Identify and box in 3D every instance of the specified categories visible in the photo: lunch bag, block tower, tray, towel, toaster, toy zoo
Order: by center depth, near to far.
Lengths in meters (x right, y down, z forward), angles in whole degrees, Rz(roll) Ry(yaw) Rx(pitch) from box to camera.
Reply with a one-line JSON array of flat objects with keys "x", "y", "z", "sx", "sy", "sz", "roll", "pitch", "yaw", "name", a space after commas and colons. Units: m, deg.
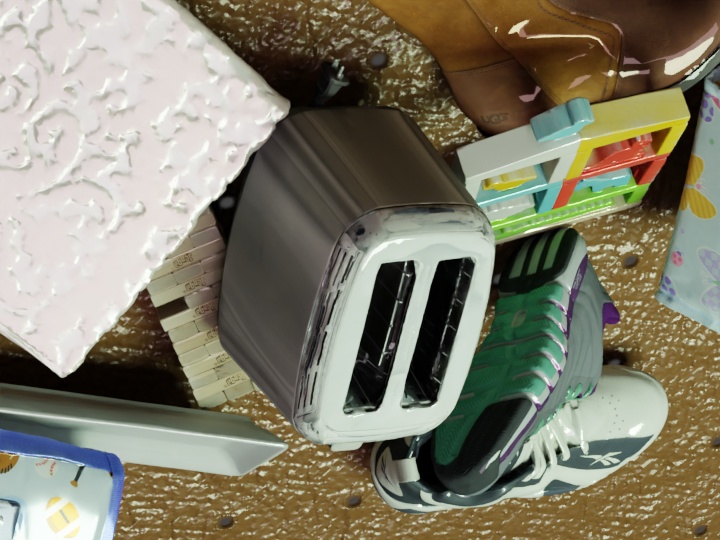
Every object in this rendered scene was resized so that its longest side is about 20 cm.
[{"x": -0.166, "y": -0.073, "z": 1.159, "sx": 0.191, "sy": 0.032, "sz": 0.200, "roll": 40, "pitch": 93, "yaw": -22, "name": "towel"}, {"x": 0.000, "y": 0.000, "z": 1.209, "sx": 0.113, "sy": 0.129, "sz": 0.200, "roll": -3, "pitch": 123, "yaw": -29, "name": "toaster"}, {"x": 0.112, "y": -0.057, "z": 1.258, "sx": 0.131, "sy": 0.021, "sz": 0.200, "roll": -16, "pitch": 167, "yaw": -7, "name": "toy zoo"}, {"x": -0.101, "y": -0.004, "z": 1.278, "sx": 0.054, "sy": 0.058, "sz": 0.200, "roll": -21, "pitch": 133, "yaw": -1, "name": "block tower"}, {"x": 0.284, "y": -0.058, "z": 1.322, "sx": 0.200, "sy": 0.127, "sz": 0.170, "roll": -25, "pitch": 137, "yaw": -34, "name": "lunch bag"}, {"x": -0.151, "y": 0.094, "z": 1.327, "sx": 0.199, "sy": 0.022, "sz": 0.107, "roll": 9, "pitch": 164, "yaw": -17, "name": "tray"}, {"x": -0.252, "y": 0.176, "z": 1.328, "sx": 0.170, "sy": 0.124, "sz": 0.200, "roll": 13, "pitch": 123, "yaw": -29, "name": "lunch bag"}]

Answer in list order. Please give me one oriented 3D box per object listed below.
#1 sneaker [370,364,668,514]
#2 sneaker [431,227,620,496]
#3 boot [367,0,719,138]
[{"x": 0.105, "y": 0.105, "z": 1.388, "sx": 0.198, "sy": 0.080, "sz": 0.130, "roll": -8, "pitch": 176, "yaw": -3, "name": "sneaker"}, {"x": 0.111, "y": 0.069, "z": 1.320, "sx": 0.074, "sy": 0.200, "sz": 0.088, "roll": -13, "pitch": 128, "yaw": 42, "name": "sneaker"}, {"x": 0.104, "y": -0.169, "z": 1.215, "sx": 0.188, "sy": 0.069, "sz": 0.200, "roll": -27, "pitch": 131, "yaw": 21, "name": "boot"}]
